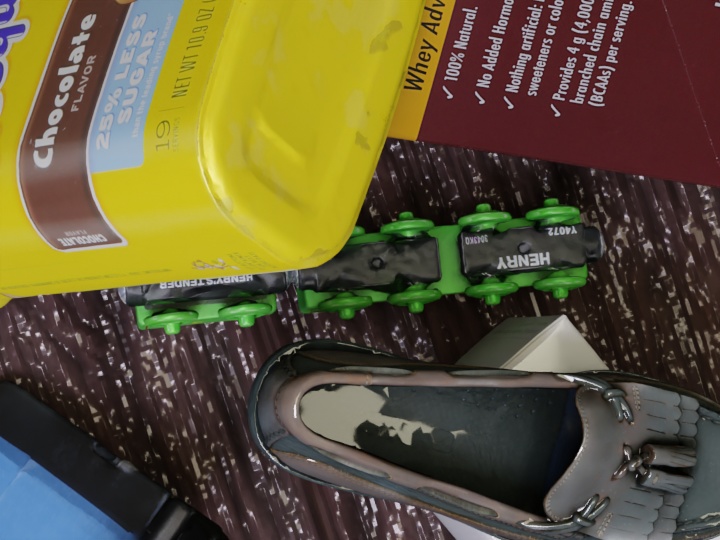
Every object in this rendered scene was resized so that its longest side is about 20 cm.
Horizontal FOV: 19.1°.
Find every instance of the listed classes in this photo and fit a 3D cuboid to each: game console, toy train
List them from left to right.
[{"bbox_3d":[-0.149,0.151,0.792,0.116,0.176,0.200,34,84,-5],"label":"game console"},{"bbox_3d":[0.000,0.000,0.879,0.199,0.056,0.042,-5,84,-8],"label":"toy train"}]

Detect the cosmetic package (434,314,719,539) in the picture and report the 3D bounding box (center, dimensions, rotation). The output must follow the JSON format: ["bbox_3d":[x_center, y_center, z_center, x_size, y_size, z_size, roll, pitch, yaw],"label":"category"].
[{"bbox_3d":[0.103,0.119,0.865,0.085,0.108,0.200,-39,95,-7],"label":"cosmetic package"}]

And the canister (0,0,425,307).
[{"bbox_3d":[-0.084,-0.062,0.740,0.087,0.200,0.149,38,59,-39],"label":"canister"}]

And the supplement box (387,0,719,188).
[{"bbox_3d":[0.096,-0.148,0.806,0.199,0.133,0.198,8,111,-20],"label":"supplement box"}]

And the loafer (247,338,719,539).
[{"bbox_3d":[0.059,0.067,0.775,0.199,0.063,0.072,9,87,-7],"label":"loafer"}]
